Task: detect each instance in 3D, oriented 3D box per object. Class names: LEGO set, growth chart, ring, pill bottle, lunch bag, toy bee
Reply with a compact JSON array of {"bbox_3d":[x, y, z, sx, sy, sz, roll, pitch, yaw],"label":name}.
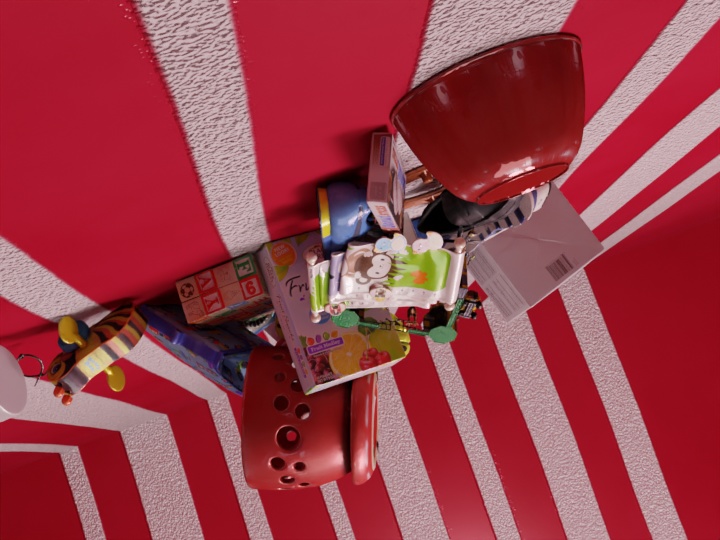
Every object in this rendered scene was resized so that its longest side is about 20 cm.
[{"bbox_3d":[0.055,0.001,1.332,0.198,0.117,0.155,5,139,-1],"label":"LEGO set"},{"bbox_3d":[0.028,0.008,1.237,0.198,0.018,0.145,-4,139,5],"label":"growth chart"},{"bbox_3d":[0.091,-0.107,1.344,0.199,0.019,0.200,-20,172,-3],"label":"ring"},{"bbox_3d":[-0.542,0.174,1.331,0.198,0.115,0.114,-21,171,9],"label":"pill bottle"},{"bbox_3d":[-0.233,0.109,1.507,0.095,0.150,0.200,-61,161,0],"label":"lunch bag"},{"bbox_3d":[-0.373,0.130,1.390,0.130,0.109,0.200,30,116,-29],"label":"toy bee"}]

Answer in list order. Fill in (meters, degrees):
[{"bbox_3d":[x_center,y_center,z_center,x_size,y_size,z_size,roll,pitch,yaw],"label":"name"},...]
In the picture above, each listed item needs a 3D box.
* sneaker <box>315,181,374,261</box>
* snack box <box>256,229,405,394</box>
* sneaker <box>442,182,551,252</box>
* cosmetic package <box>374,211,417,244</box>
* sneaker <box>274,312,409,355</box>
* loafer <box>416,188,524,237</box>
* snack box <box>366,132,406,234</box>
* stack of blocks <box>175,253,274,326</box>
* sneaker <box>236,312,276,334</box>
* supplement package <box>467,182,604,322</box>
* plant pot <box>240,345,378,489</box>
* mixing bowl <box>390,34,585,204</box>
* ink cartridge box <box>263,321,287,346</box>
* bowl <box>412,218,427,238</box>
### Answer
[{"bbox_3d":[-0.012,-0.057,1.234,0.078,0.067,0.200,-8,168,-3],"label":"sneaker"},{"bbox_3d":[-0.040,0.048,1.386,0.141,0.202,0.053,-15,168,-27],"label":"snack box"},{"bbox_3d":[0.193,-0.089,1.438,0.115,0.081,0.199,-28,-175,-42],"label":"sneaker"},{"bbox_3d":[0.000,0.000,1.519,0.073,0.104,0.199,-13,170,-44],"label":"cosmetic package"},{"bbox_3d":[-0.023,0.086,1.495,0.198,0.075,0.084,10,166,11],"label":"sneaker"},{"bbox_3d":[0.138,-0.082,1.310,0.070,0.069,0.200,-24,178,-28],"label":"loafer"},{"bbox_3d":[0.030,-0.090,1.123,0.024,0.073,0.200,3,174,7],"label":"snack box"},{"bbox_3d":[-0.171,0.032,1.475,0.114,0.059,0.200,-21,171,9],"label":"stack of blocks"},{"bbox_3d":[-0.171,0.076,1.693,0.089,0.079,0.199,-17,172,-40],"label":"sneaker"},{"bbox_3d":[0.266,-0.030,1.652,0.151,0.151,0.200,-36,173,-7],"label":"supplement package"},{"bbox_3d":[-0.067,0.208,1.455,0.180,0.203,0.200,0,173,6],"label":"plant pot"},{"bbox_3d":[0.139,-0.132,1.000,0.198,0.109,0.200,-19,170,-3],"label":"mixing bowl"},{"bbox_3d":[-0.111,0.082,1.697,0.177,0.045,0.200,-52,-171,-31],"label":"ink cartridge box"},{"bbox_3d":[0.077,-0.041,1.647,0.199,0.040,0.201,-19,171,-3],"label":"bowl"}]
